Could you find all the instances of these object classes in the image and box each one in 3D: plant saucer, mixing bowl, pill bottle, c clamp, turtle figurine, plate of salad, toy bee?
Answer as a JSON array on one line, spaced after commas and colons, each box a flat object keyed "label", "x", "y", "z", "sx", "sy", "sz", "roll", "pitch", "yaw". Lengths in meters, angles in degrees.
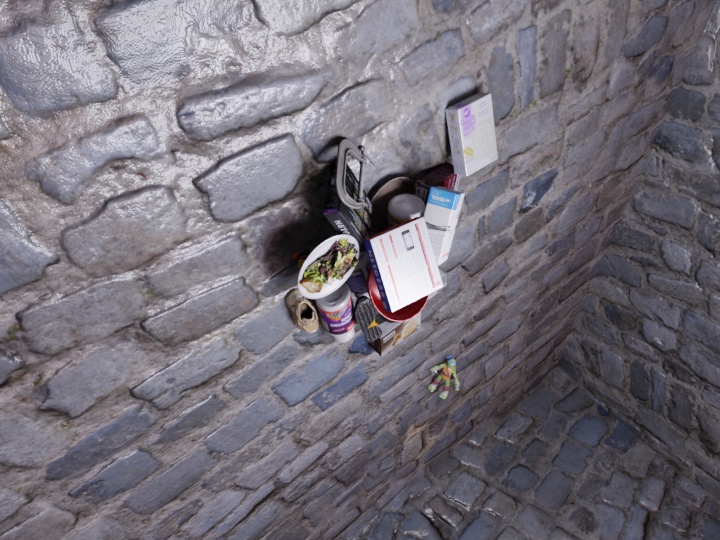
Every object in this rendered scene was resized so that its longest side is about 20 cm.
[{"label": "plant saucer", "x": 0.083, "y": -0.191, "z": 1.635, "sx": 0.197, "sy": 0.032, "sz": 0.204, "roll": -29, "pitch": 140, "yaw": -27}, {"label": "mixing bowl", "x": 0.091, "y": 0.035, "z": 1.554, "sx": 0.194, "sy": 0.108, "sz": 0.207, "roll": -2, "pitch": 94, "yaw": -25}, {"label": "pill bottle", "x": 0.131, "y": -0.114, "z": 1.633, "sx": 0.115, "sy": 0.116, "sz": 0.204, "roll": -27, "pitch": 140, "yaw": -28}, {"label": "c clamp", "x": -0.009, "y": -0.241, "z": 1.395, "sx": 0.170, "sy": 0.026, "sz": 0.206, "roll": 40, "pitch": 50, "yaw": -48}, {"label": "pill bottle", "x": 0.000, "y": 0.000, "z": 1.643, "sx": 0.115, "sy": 0.115, "sz": 0.202, "roll": -39, "pitch": 144, "yaw": -14}, {"label": "turtle figurine", "x": 0.380, "y": 0.510, "z": 2.523, "sx": 0.139, "sy": 0.203, "sz": 0.198, "roll": 9, "pitch": 127, "yaw": -12}, {"label": "plate of salad", "x": -0.075, "y": -0.002, "z": 1.423, "sx": 0.197, "sy": 0.048, "sz": 0.203, "roll": -29, "pitch": 142, "yaw": -25}, {"label": "toy bee", "x": -0.126, "y": -0.023, "z": 1.484, "sx": 0.109, "sy": 0.130, "sz": 0.201, "roll": 45, "pitch": 77, "yaw": -12}, {"label": "pill bottle", "x": -0.070, "y": 0.131, "z": 1.689, "sx": 0.110, "sy": 0.111, "sz": 0.203, "roll": -35, "pitch": 143, "yaw": -19}]

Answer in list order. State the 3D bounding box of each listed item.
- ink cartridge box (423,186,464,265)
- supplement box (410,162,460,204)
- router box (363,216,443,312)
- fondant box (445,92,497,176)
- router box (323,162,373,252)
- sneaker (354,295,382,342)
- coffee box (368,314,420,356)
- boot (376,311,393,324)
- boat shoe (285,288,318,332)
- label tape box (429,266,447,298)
[{"label": "ink cartridge box", "x": 0.228, "y": -0.133, "z": 1.585, "sx": 0.146, "sy": 0.082, "sz": 0.206, "roll": -22, "pitch": 128, "yaw": -70}, {"label": "supplement box", "x": 0.230, "y": -0.247, "z": 1.692, "sx": 0.198, "sy": 0.060, "sz": 0.111, "roll": -33, "pitch": 143, "yaw": -42}, {"label": "router box", "x": 0.117, "y": -0.019, "z": 1.479, "sx": 0.176, "sy": 0.049, "sz": 0.206, "roll": -22, "pitch": 102, "yaw": -22}, {"label": "fondant box", "x": 0.335, "y": -0.407, "z": 1.643, "sx": 0.142, "sy": 0.058, "sz": 0.205, "roll": -30, "pitch": 121, "yaw": -26}, {"label": "router box", "x": -0.028, "y": -0.162, "z": 1.444, "sx": 0.200, "sy": 0.050, "sz": 0.153, "roll": 51, "pitch": 40, "yaw": -54}, {"label": "sneaker", "x": 0.009, "y": 0.136, "z": 1.703, "sx": 0.069, "sy": 0.091, "sz": 0.203, "roll": -29, "pitch": 137, "yaw": -9}, {"label": "coffee box", "x": 0.125, "y": 0.205, "z": 2.003, "sx": 0.197, "sy": 0.079, "sz": 0.116, "roll": -32, "pitch": 142, "yaw": -24}, {"label": "boot", "x": 0.060, "y": 0.110, "z": 1.834, "sx": 0.068, "sy": 0.194, "sz": 0.134, "roll": 46, "pitch": 41, "yaw": -54}, {"label": "boat shoe", "x": -0.163, "y": 0.136, "z": 1.630, "sx": 0.071, "sy": 0.064, "sz": 0.202, "roll": -41, "pitch": 144, "yaw": -11}, {"label": "label tape box", "x": 0.179, "y": 0.044, "z": 1.859, "sx": 0.198, "sy": 0.144, "sz": 0.064, "roll": -36, "pitch": 144, "yaw": -19}]
